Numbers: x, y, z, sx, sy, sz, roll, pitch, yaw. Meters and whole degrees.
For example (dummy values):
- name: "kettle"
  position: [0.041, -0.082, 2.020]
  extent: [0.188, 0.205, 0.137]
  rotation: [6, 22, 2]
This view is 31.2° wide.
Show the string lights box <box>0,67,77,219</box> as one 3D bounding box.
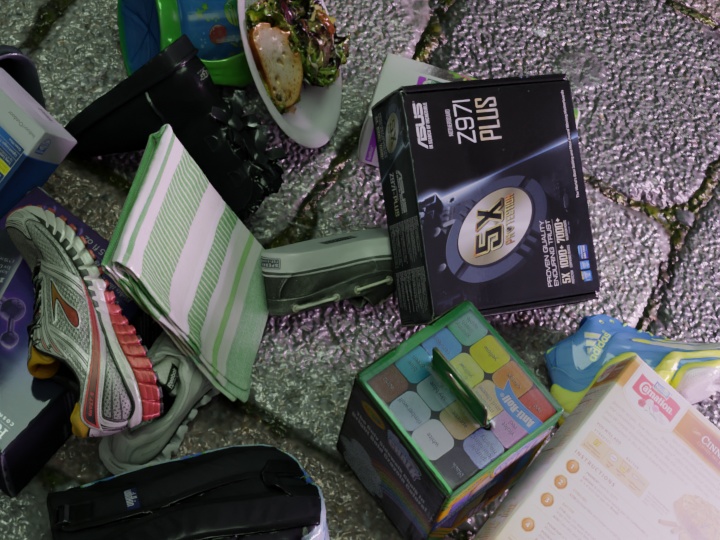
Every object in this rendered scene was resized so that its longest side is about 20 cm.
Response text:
- name: "string lights box"
  position: [-0.346, -0.069, 1.102]
  extent: [0.103, 0.059, 0.201]
  rotation: [41, 98, 14]

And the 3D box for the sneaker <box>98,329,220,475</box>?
- name: "sneaker"
  position: [-0.152, 0.082, 1.097]
  extent: [0.074, 0.081, 0.201]
  rotation: [23, 60, 6]

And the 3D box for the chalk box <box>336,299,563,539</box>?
- name: "chalk box"
  position: [0.071, 0.119, 1.042]
  extent: [0.123, 0.201, 0.125]
  rotation: [-31, 71, -23]

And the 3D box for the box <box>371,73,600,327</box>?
- name: "box"
  position: [0.109, -0.061, 1.133]
  extent: [0.162, 0.086, 0.203]
  rotation: [-7, 87, -18]

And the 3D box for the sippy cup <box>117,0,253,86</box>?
- name: "sippy cup"
  position: [-0.154, -0.238, 1.246]
  extent: [0.129, 0.140, 0.180]
  rotation: [-9, 74, -25]

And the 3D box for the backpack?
- name: "backpack"
  position: [-0.120, 0.214, 0.998]
  extent: [0.198, 0.155, 0.163]
  rotation: [-28, 40, -10]

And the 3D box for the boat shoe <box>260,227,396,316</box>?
- name: "boat shoe"
  position: [0.000, 0.000, 1.176]
  extent: [0.198, 0.070, 0.065]
  rotation: [-10, 102, -28]

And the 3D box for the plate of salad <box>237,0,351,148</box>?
- name: "plate of salad"
  position: [-0.056, -0.217, 1.216]
  extent: [0.048, 0.200, 0.202]
  rotation: [-11, 58, 25]

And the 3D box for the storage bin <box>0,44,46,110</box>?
- name: "storage bin"
  position: [-0.408, -0.163, 1.163]
  extent: [0.199, 0.146, 0.134]
  rotation: [-30, 60, -22]

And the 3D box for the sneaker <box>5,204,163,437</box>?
- name: "sneaker"
  position: [-0.228, 0.036, 0.992]
  extent: [0.082, 0.078, 0.201]
  rotation: [-25, 70, -20]

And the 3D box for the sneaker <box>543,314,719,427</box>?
- name: "sneaker"
  position: [0.256, 0.075, 1.167]
  extent: [0.198, 0.076, 0.106]
  rotation: [-15, 65, -15]

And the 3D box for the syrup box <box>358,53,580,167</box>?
- name: "syrup box"
  position: [0.103, -0.131, 1.250]
  extent: [0.198, 0.082, 0.079]
  rotation: [17, 61, -1]

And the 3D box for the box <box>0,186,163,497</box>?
- name: "box"
  position: [-0.280, 0.058, 1.075]
  extent: [0.147, 0.105, 0.200]
  rotation: [35, 62, 9]

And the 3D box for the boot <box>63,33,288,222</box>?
- name: "boot"
  position: [-0.170, -0.106, 1.179]
  extent: [0.163, 0.197, 0.073]
  rotation: [55, 38, -12]

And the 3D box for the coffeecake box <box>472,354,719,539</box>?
- name: "coffeecake box"
  position: [0.213, 0.198, 1.058]
  extent: [0.153, 0.073, 0.200]
  rotation: [42, 76, 1]

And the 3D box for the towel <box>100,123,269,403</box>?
- name: "towel"
  position: [-0.132, -0.003, 1.069]
  extent: [0.023, 0.200, 0.154]
  rotation: [-8, 50, 27]
